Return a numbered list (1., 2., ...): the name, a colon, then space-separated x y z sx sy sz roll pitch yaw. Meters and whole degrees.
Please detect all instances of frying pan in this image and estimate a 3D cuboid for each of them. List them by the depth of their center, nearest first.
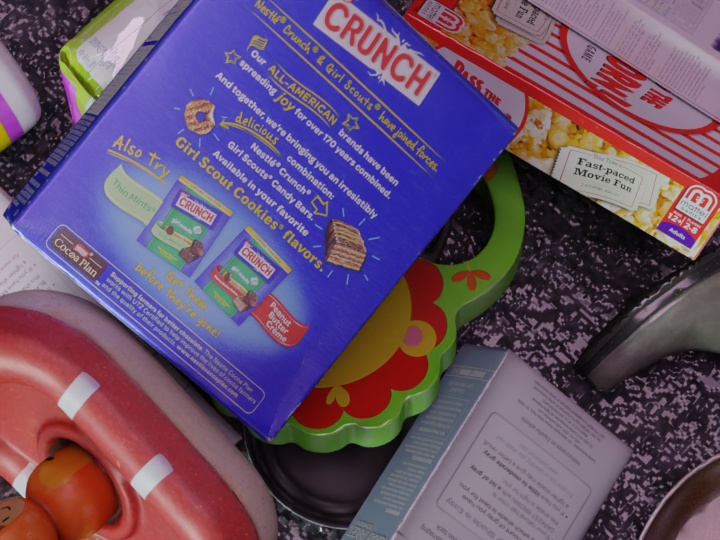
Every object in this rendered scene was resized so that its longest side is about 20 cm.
1. frying pan: -0.008 0.052 1.066 0.114 0.031 0.192 6 69 -10

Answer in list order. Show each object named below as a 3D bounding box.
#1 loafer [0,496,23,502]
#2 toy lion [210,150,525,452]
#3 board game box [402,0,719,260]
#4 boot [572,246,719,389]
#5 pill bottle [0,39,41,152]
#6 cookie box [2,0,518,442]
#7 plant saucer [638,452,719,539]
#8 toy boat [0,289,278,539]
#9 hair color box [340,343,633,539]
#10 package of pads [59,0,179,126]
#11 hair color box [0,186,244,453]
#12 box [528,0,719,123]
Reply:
1. loafer: -0.214 0.213 0.985 0.069 0.070 0.201 25 89 4
2. toy lion: 0.000 0.000 1.042 0.198 0.069 0.193 -16 64 -7
3. board game box: 0.123 -0.108 1.057 0.199 0.046 0.152 30 37 1
4. boot: 0.230 0.043 1.067 0.199 0.068 0.131 -32 86 -8
5. pill bottle: -0.282 -0.067 1.048 0.200 0.104 0.104 -39 81 -10
6. cookie box: -0.049 -0.048 0.943 0.171 0.075 0.200 41 85 -17
7. plant saucer: 0.241 0.193 1.047 0.198 0.032 0.202 0 78 -2
8. toy boat: -0.146 0.111 0.925 0.200 0.131 0.131 46 52 8
9. hair color box: 0.050 0.151 1.017 0.099 0.061 0.201 38 76 -19
10. package of pads: -0.072 -0.136 1.045 0.200 0.155 0.068 -40 86 -11
11. hair color box: -0.167 0.059 1.045 0.101 0.061 0.200 -43 81 -10
12. box: 0.191 -0.147 1.081 0.199 0.036 0.144 34 37 5
